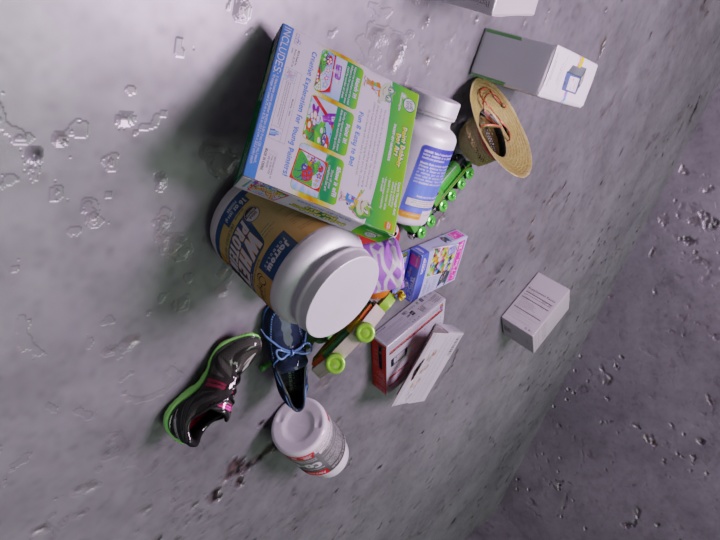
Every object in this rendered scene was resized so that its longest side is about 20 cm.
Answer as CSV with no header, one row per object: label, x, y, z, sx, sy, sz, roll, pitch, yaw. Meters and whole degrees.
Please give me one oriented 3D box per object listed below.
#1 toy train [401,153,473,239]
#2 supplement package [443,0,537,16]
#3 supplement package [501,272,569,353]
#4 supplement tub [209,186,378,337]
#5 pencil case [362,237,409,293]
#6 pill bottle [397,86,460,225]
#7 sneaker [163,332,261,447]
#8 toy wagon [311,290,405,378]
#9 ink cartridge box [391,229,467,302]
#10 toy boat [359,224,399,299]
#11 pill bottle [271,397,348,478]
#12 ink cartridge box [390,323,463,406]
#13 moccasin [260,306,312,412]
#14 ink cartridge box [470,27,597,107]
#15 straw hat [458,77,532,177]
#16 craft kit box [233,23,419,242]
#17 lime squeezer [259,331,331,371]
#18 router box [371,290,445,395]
toy train,0.147,-0.145,1.097,0.200,0.042,0.057,-51,130,-16
supplement package,0.192,-0.471,0.792,0.119,0.121,0.202,-23,135,-41
supplement package,0.556,0.133,1.820,0.200,0.119,0.122,-46,145,-15
supplement tub,-0.086,-0.022,0.751,0.144,0.200,0.146,-35,147,-26
pencil case,-0.027,-0.002,0.870,0.197,0.086,0.085,-8,128,-3
pill bottle,0.089,-0.185,0.932,0.111,0.112,0.202,-8,125,-49
sneaker,-0.213,0.185,0.884,0.201,0.083,0.077,-53,148,-5
toy wagon,-0.005,0.100,0.981,0.200,0.040,0.155,-46,-177,1
ink cartridge box,0.149,-0.007,1.236,0.199,0.042,0.120,-20,133,-41
toy boat,0.000,0.000,0.959,0.201,0.130,0.130,-54,148,-3
pill bottle,-0.093,0.344,1.154,0.114,0.114,0.201,-45,146,-16
ink cartridge box,0.144,0.217,1.330,0.173,0.043,0.201,12,110,-56
moccasin,-0.112,0.146,0.962,0.080,0.068,0.202,-20,120,-15
ink cartridge box,0.319,-0.364,1.044,0.199,0.145,0.088,-6,121,-49
straw hat,0.232,-0.248,1.075,0.085,0.203,0.200,-26,170,40
craft kit box,-0.032,-0.161,0.690,0.196,0.048,0.202,19,72,-22
lime squeezer,-0.090,0.134,1.046,0.199,0.038,0.071,-14,129,-48
router box,0.111,0.165,1.327,0.199,0.049,0.181,-35,142,-30
